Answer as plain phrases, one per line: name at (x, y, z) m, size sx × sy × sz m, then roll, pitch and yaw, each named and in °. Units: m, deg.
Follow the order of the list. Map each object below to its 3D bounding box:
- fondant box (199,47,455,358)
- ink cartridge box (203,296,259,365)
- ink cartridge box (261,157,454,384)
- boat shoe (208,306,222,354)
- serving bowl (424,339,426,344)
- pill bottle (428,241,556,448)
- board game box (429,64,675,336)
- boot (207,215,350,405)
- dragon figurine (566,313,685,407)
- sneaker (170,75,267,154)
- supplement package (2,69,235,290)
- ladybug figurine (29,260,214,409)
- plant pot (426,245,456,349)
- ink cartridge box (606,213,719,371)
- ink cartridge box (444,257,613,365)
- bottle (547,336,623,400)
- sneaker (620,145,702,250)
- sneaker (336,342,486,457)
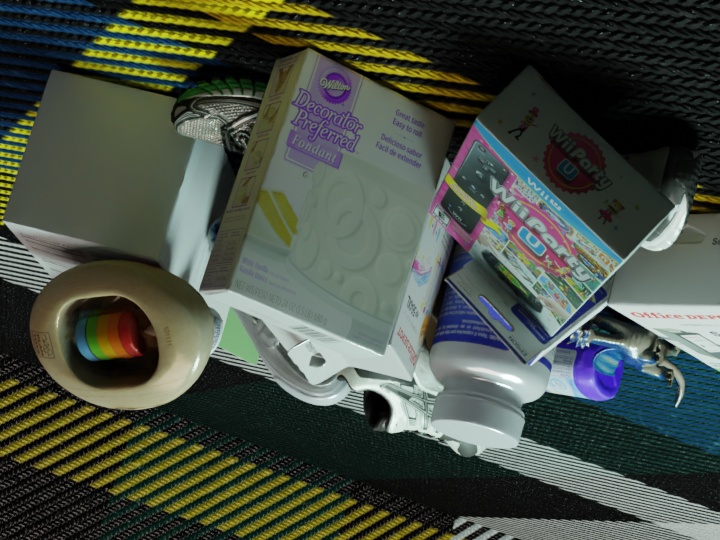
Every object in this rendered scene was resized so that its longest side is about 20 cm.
fondant box at (-0.024, -0.050, 1.277) m, size 0.144 × 0.201 × 0.058 m, roll 23°, pitch 165°, yaw -25°
ink cartridge box at (-0.143, 0.002, 1.728) m, size 0.048 × 0.147 × 0.200 m, roll 0°, pitch 158°, yaw 43°
ink cartridge box at (0.000, 0.000, 1.439) m, size 0.124 × 0.201 × 0.129 m, roll 13°, pitch 166°, yaw 15°
boat shoe at (-0.222, 0.055, 1.544) m, size 0.199 × 0.072 × 0.068 m, roll -1°, pitch 161°, yaw 40°
serving bowl at (-0.021, 0.026, 1.626) m, size 0.200 × 0.066 × 0.201 m, roll 47°, pitch 161°, yaw 22°
pill bottle at (0.124, 0.053, 1.490) m, size 0.111 × 0.201 × 0.112 m, roll 14°, pitch 164°, yaw 4°
board game box at (0.136, -0.047, 1.235) m, size 0.148 × 0.064 × 0.200 m, roll 45°, pitch 161°, yaw 7°
boot at (-0.083, 0.036, 1.550) m, size 0.200 × 0.073 × 0.096 m, roll 47°, pitch 167°, yaw 27°
dragon figurine at (0.279, 0.081, 1.709) m, size 0.099 × 0.059 × 0.200 m, roll 9°, pitch 163°, yaw 29°
sneaker at (-0.066, -0.104, 1.361) m, size 0.198 × 0.086 × 0.078 m, roll 15°, pitch 166°, yaw 11°
supplement package at (-0.219, -0.068, 1.534) m, size 0.149 × 0.153 × 0.200 m, roll 14°, pitch 166°, yaw 7°
ladybug figurine at (-0.207, 0.052, 1.447) m, size 0.199 × 0.137 × 0.072 m, roll -2°, pitch -163°, yaw 32°
plant pot at (0.083, 0.041, 1.641) m, size 0.201 × 0.092 × 0.201 m, roll 47°, pitch 161°, yaw 22°
ink cartridge box at (0.330, 0.028, 1.399) m, size 0.199 × 0.085 × 0.145 m, roll 27°, pitch 163°, yaw -35°
ink cartridge box at (0.143, 0.017, 1.366) m, size 0.095 × 0.200 × 0.037 m, roll 47°, pitch 125°, yaw 10°
bottle at (0.196, 0.102, 1.871) m, size 0.199 × 0.066 × 0.083 m, roll 7°, pitch 161°, yaw 35°
sneaker at (0.197, -0.055, 1.266) m, size 0.079 × 0.074 × 0.200 m, roll 22°, pitch 165°, yaw -11°
sneaker at (0.046, 0.126, 1.557) m, size 0.200 × 0.088 × 0.076 m, roll 49°, pitch 169°, yaw -35°
